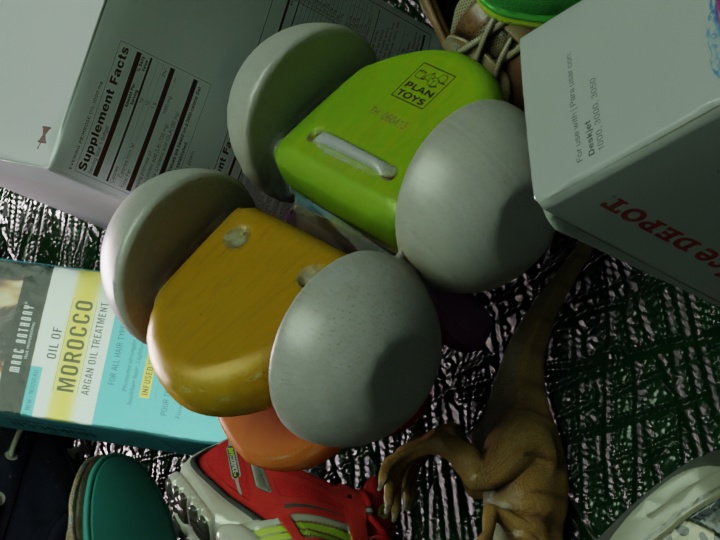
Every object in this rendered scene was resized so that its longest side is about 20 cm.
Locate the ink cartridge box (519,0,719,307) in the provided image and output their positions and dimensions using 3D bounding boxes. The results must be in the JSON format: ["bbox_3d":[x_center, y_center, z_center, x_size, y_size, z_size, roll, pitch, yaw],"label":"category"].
[{"bbox_3d":[0.178,-0.072,0.773,0.199,0.144,0.085,-30,52,35],"label":"ink cartridge box"}]

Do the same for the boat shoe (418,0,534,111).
[{"bbox_3d":[0.071,-0.102,0.964,0.076,0.071,0.201,-49,43,20],"label":"boat shoe"}]

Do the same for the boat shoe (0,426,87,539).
[{"bbox_3d":[-0.181,0.100,1.160,0.075,0.092,0.201,114,179,-51],"label":"boat shoe"}]

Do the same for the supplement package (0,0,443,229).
[{"bbox_3d":[-0.103,-0.095,1.055,0.190,0.199,0.148,13,82,49],"label":"supplement package"}]

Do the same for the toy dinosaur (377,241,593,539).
[{"bbox_3d":[0.065,0.077,0.913,0.105,0.061,0.202,-6,59,12],"label":"toy dinosaur"}]

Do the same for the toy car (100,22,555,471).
[{"bbox_3d":[0.000,0.000,0.925,0.174,0.150,0.200,28,73,42],"label":"toy car"}]

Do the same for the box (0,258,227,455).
[{"bbox_3d":[-0.142,0.043,1.080,0.198,0.049,0.083,6,75,19],"label":"box"}]

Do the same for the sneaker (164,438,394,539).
[{"bbox_3d":[-0.009,0.132,0.944,0.085,0.077,0.200,-33,51,-21],"label":"sneaker"}]

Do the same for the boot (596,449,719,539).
[{"bbox_3d":[0.114,0.186,0.780,0.204,0.073,0.154,-50,45,21],"label":"boot"}]

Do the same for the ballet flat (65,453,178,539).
[{"bbox_3d":[-0.120,0.184,1.048,0.067,0.068,0.201,-50,40,29],"label":"ballet flat"}]

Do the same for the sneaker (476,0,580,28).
[{"bbox_3d":[0.132,-0.172,0.890,0.199,0.084,0.075,-25,48,17],"label":"sneaker"}]
